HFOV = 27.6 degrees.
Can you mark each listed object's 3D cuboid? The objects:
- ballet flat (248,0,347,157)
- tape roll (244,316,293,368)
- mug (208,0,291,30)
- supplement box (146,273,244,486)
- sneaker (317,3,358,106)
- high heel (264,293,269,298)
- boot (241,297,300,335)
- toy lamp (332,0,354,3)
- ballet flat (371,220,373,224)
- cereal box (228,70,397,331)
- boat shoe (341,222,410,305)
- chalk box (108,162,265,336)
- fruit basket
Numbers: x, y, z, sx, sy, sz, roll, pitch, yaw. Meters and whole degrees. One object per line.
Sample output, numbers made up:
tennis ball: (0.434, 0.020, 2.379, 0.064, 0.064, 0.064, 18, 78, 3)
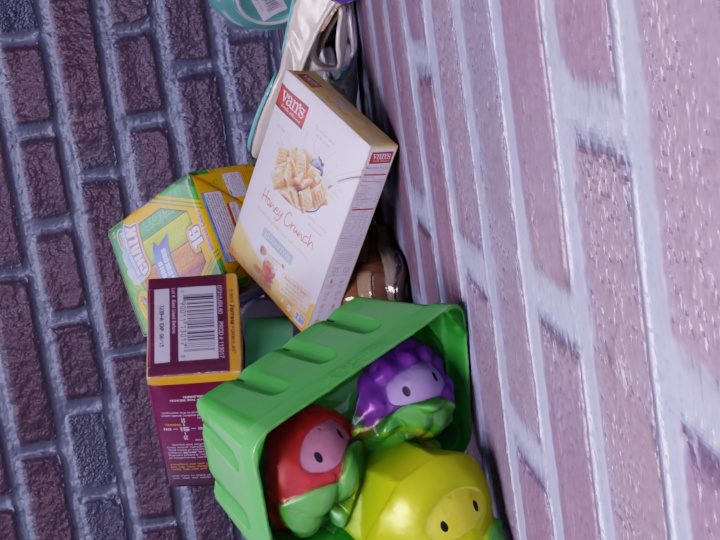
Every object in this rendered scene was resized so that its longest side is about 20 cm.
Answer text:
ballet flat: (-0.054, -0.192, 1.420, 0.070, 0.069, 0.201, -107, 32, -61)
tape roll: (-0.081, 0.145, 1.390, 0.200, 0.048, 0.202, 177, 90, -87)
mug: (-0.089, -0.336, 1.602, 0.152, 0.184, 0.115, 120, 146, -42)
supplement box: (-0.149, 0.106, 1.375, 0.201, 0.085, 0.111, 91, 175, -53)
sneaker: (-0.031, -0.212, 1.502, 0.089, 0.075, 0.201, -122, 21, -48)
high heel: (-0.081, -0.042, 1.586, 0.096, 0.067, 0.201, 52, 136, 36)
boot: (-0.072, 0.104, 1.605, 0.201, 0.073, 0.096, 57, 179, -19)
toy lamp: (-0.028, -0.311, 1.305, 0.058, 0.058, 0.201, 86, 173, -48)
ballet flat: (-0.020, -0.078, 1.629, 0.200, 0.067, 0.063, -176, 109, -80)
cereal box: (-0.048, -0.065, 1.355, 0.144, 0.039, 0.201, 44, 126, 39)
boat shoe: (0.000, 0.000, 1.441, 0.200, 0.073, 0.076, -122, 23, -78)
chalk box: (-0.173, -0.014, 1.536, 0.199, 0.123, 0.125, -31, 78, 41)
fruit basket: (0.017, 0.131, 0.994, 0.216, 0.214, 0.157, -106, 7, -57)
